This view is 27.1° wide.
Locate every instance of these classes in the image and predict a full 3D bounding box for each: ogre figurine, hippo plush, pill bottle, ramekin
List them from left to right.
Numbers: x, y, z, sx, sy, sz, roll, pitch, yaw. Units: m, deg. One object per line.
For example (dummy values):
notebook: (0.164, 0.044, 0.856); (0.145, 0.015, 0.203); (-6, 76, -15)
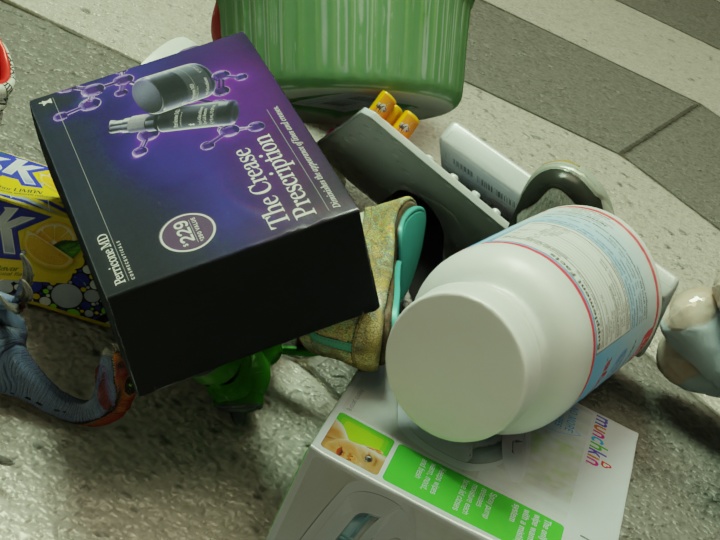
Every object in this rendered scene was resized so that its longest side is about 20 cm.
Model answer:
ogre figurine: (-0.074, 0.010, 0.934); (0.098, 0.120, 0.200); (-13, 39, 0)
ramekin: (-0.012, -0.170, 1.122); (0.199, 0.098, 0.200); (0, -3, 0)
pill bottle: (0.095, 0.031, 0.864); (0.109, 0.109, 0.200); (35, 26, 18)
hippo plush: (0.299, 0.107, 1.131); (0.159, 0.200, 0.161); (0, 45, 18)

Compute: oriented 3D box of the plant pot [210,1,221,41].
plant pot: (-0.013, -0.247, 1.410); (0.182, 0.201, 0.200); (34, 26, 11)

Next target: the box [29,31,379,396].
box: (-0.093, -0.039, 0.845); (0.141, 0.079, 0.200); (-22, 42, -10)

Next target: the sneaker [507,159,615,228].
sneaker: (0.114, 0.026, 1.006); (0.076, 0.200, 0.088); (23, 28, 20)

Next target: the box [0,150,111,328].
box: (-0.225, -0.030, 0.943); (0.200, 0.070, 0.064); (18, 26, -18)

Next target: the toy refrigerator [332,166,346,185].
toy refrigerator: (-0.101, -0.095, 1.192); (0.076, 0.070, 0.200); (-1, 35, -38)

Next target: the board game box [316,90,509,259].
board game box: (0.064, -0.051, 1.135); (0.200, 0.026, 0.200); (38, -10, -8)

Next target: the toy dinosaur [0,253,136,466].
toy dinosaur: (-0.215, 0.025, 0.838); (0.181, 0.105, 0.200); (35, 5, -32)

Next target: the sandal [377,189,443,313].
sandal: (0.037, 0.021, 1.045); (0.076, 0.043, 0.201); (28, 45, -34)

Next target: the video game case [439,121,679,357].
video game case: (0.146, -0.020, 1.137); (0.200, 0.023, 0.182); (36, -11, 13)

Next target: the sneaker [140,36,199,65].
sneaker: (-0.140, -0.086, 1.107); (0.114, 0.073, 0.201); (31, 49, 0)

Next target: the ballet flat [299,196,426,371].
ballet flat: (0.000, 0.000, 0.912); (0.071, 0.071, 0.200); (25, 24, -3)

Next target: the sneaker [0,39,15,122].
sneaker: (-0.292, -0.139, 1.044); (0.067, 0.108, 0.201); (8, 30, -33)

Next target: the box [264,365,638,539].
box: (0.057, 0.135, 0.867); (0.176, 0.097, 0.200); (26, 24, 6)
